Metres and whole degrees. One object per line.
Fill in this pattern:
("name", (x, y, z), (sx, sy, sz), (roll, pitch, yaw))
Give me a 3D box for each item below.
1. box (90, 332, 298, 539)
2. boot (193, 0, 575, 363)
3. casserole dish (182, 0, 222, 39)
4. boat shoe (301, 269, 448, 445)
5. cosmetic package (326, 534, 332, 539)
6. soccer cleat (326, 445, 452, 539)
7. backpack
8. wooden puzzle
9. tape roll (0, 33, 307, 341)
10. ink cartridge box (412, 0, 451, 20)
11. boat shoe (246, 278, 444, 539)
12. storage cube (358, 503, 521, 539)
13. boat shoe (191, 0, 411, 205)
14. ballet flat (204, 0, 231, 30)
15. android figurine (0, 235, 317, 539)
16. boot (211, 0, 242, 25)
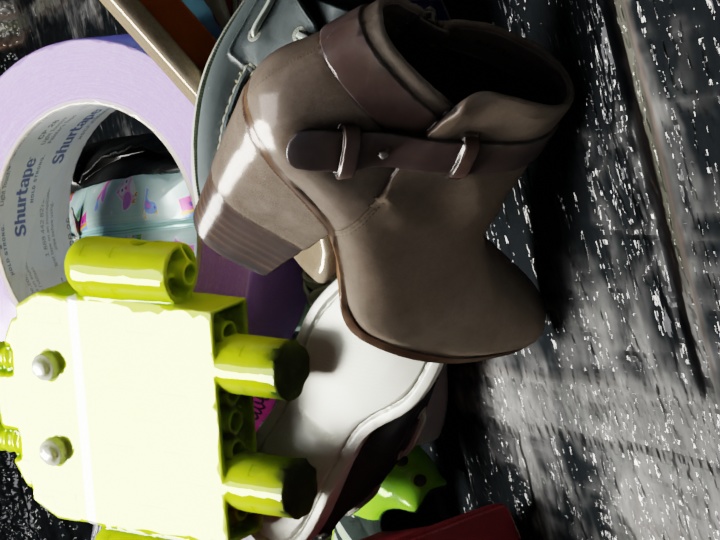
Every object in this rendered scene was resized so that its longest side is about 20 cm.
("box", (-0.089, 0.105, 1.679), (0.200, 0.114, 0.133), (-84, 7, -62))
("boot", (0.035, -0.036, 1.136), (0.146, 0.199, 0.071), (-41, 46, 38))
("casserole dish", (-0.077, -0.177, 1.490), (0.200, 0.039, 0.122), (22, -133, -64))
("boat shoe", (0.000, 0.000, 1.453), (0.072, 0.062, 0.201), (-128, 26, -66))
("cosmetic package", (0.015, 0.253, 1.688), (0.105, 0.071, 0.201), (106, 148, -67))
("soccer cleat", (0.021, 0.157, 1.564), (0.081, 0.067, 0.200), (41, 157, 30))
("backpack", (-0.075, -0.025, 1.606), (0.200, 0.166, 0.127), (0, 104, 63))
("wooden puzzle", (-0.071, -0.089, 1.307), (0.200, 0.037, 0.185), (53, 178, -7))
("tape roll", (-0.121, -0.024, 1.495), (0.199, 0.066, 0.201), (5, 100, 33))
("ink cartridge box", (-0.004, -0.152, 1.341), (0.100, 0.039, 0.201), (91, 161, -53))
("boat shoe", (0.004, 0.060, 1.414), (0.074, 0.060, 0.200), (41, 125, 21))
("storage cube", (-0.009, 0.226, 1.369), (0.171, 0.179, 0.201), (-27, 81, 66))
("boat shoe", (-0.018, -0.101, 1.194), (0.062, 0.073, 0.201), (155, 137, -79))
("ballet flat", (-0.028, -0.112, 1.259), (0.200, 0.072, 0.072), (53, 169, 0))
("android figurine", (-0.113, 0.071, 1.440), (0.199, 0.041, 0.183), (7, 107, 32))
("boot", (-0.117, -0.202, 1.381), (0.072, 0.144, 0.201), (107, 153, -72))
